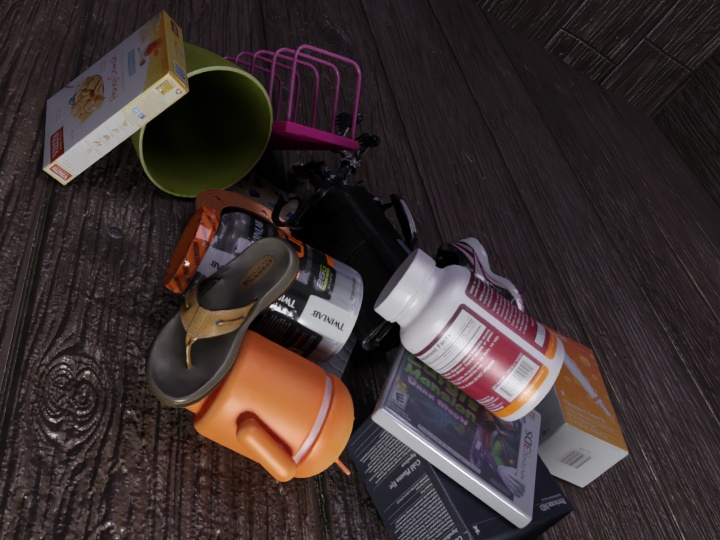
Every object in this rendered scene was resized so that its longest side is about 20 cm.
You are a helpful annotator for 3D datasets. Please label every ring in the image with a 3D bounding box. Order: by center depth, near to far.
[{"bbox_3d":[-0.131,-0.036,1.010,0.200,0.019,0.201,34,21,-15],"label":"ring"}]

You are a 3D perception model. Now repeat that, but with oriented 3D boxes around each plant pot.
[{"bbox_3d":[-0.246,-0.233,1.043,0.186,0.188,0.200,3,35,-44],"label":"plant pot"}]

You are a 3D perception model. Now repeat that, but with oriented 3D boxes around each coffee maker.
[{"bbox_3d":[0.000,0.000,0.996,0.191,0.135,0.201,-11,53,-38],"label":"coffee maker"}]

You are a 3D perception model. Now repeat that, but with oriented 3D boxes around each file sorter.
[{"bbox_3d":[-0.112,-0.252,1.136,0.199,0.127,0.138,9,2,44],"label":"file sorter"}]

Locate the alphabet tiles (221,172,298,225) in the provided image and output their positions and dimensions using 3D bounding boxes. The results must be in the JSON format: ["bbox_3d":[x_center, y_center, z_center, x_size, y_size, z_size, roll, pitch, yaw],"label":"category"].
[{"bbox_3d":[-0.132,-0.065,1.100,0.166,0.006,0.201,30,33,-16],"label":"alphabet tiles"}]

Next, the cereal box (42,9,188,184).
[{"bbox_3d":[-0.296,-0.209,0.923,0.040,0.199,0.145,44,20,-45],"label":"cereal box"}]

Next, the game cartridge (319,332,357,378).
[{"bbox_3d":[-0.103,0.067,0.943,0.199,0.038,0.130,37,36,-6],"label":"game cartridge"}]

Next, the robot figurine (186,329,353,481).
[{"bbox_3d":[-0.091,0.139,0.788,0.199,0.117,0.144,30,-12,-17],"label":"robot figurine"}]

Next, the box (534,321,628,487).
[{"bbox_3d":[0.294,0.196,1.144,0.124,0.098,0.201,26,34,-22],"label":"box"}]

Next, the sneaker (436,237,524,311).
[{"bbox_3d":[0.187,0.029,1.275,0.086,0.081,0.201,-3,42,-33],"label":"sneaker"}]

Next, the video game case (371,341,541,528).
[{"bbox_3d":[0.116,0.164,0.867,0.199,0.023,0.182,36,30,-4],"label":"video game case"}]

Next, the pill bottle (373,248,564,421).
[{"bbox_3d":[0.118,0.068,0.863,0.199,0.113,0.113,37,32,-4],"label":"pill bottle"}]

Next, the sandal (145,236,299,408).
[{"bbox_3d":[-0.130,0.036,0.727,0.081,0.055,0.200,34,65,18],"label":"sandal"}]

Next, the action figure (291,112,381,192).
[{"bbox_3d":[-0.039,-0.151,1.222,0.119,0.102,0.201,37,57,-20],"label":"action figure"}]

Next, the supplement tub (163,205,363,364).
[{"bbox_3d":[-0.107,0.015,0.856,0.199,0.123,0.123,26,34,-21],"label":"supplement tub"}]

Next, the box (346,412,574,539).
[{"bbox_3d":[0.114,0.239,0.892,0.199,0.104,0.183,4,45,-44],"label":"box"}]
